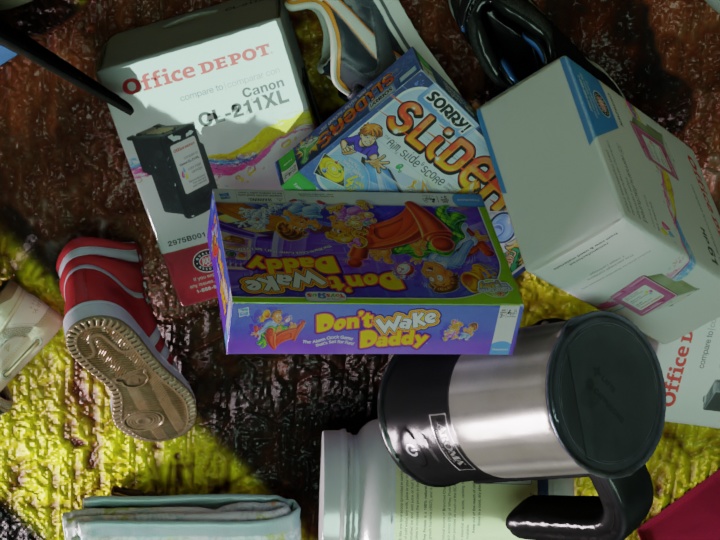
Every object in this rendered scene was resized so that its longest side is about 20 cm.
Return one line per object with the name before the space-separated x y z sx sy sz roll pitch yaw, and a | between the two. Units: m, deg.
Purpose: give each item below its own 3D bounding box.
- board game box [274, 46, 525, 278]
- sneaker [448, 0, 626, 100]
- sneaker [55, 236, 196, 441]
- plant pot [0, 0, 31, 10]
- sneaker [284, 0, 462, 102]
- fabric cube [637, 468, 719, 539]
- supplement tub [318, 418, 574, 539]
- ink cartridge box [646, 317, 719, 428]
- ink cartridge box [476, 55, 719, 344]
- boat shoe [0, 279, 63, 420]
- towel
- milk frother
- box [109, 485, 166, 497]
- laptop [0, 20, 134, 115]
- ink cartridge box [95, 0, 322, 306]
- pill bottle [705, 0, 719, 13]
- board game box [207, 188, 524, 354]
board game box | 0.053 -0.056 1.267 0.135 0.034 0.200 -39 125 17
sneaker | 0.139 -0.137 1.276 0.073 0.112 0.200 -41 109 15
sneaker | -0.188 0.051 1.379 0.071 0.113 0.200 -18 143 3
plant pot | -0.255 -0.288 1.138 0.199 0.200 0.177 26 154 -13
sneaker | 0.019 -0.145 1.285 0.079 0.078 0.200 -36 102 -2
fabric cube | 0.379 0.275 1.417 0.196 0.200 0.199 -37 110 14
supplement tub | 0.067 0.194 1.400 0.199 0.145 0.145 2 114 -3
ink cartridge box | 0.327 0.052 1.381 0.199 0.084 0.145 8 113 -5
ink cartridge box | 0.187 -0.046 1.240 0.085 0.145 0.200 -31 147 25
boat shoe | -0.314 0.102 1.387 0.065 0.072 0.200 33 103 -14
towel | -0.151 0.272 1.456 0.199 0.048 0.172 1 116 -3
milk frother | 0.152 0.086 1.273 0.181 0.200 0.188 47 148 -24
box | -0.156 0.291 1.500 0.163 0.021 0.200 11 112 -8
laptop | -0.301 -0.137 1.195 0.116 0.200 0.187 -58 147 3
ink cartridge box | -0.101 -0.093 1.302 0.145 0.083 0.200 -16 113 5
pill bottle | 0.216 -0.276 1.220 0.200 0.109 0.109 40 107 -17
board game box | 0.000 0.000 1.189 0.199 0.135 0.045 0 126 -13
